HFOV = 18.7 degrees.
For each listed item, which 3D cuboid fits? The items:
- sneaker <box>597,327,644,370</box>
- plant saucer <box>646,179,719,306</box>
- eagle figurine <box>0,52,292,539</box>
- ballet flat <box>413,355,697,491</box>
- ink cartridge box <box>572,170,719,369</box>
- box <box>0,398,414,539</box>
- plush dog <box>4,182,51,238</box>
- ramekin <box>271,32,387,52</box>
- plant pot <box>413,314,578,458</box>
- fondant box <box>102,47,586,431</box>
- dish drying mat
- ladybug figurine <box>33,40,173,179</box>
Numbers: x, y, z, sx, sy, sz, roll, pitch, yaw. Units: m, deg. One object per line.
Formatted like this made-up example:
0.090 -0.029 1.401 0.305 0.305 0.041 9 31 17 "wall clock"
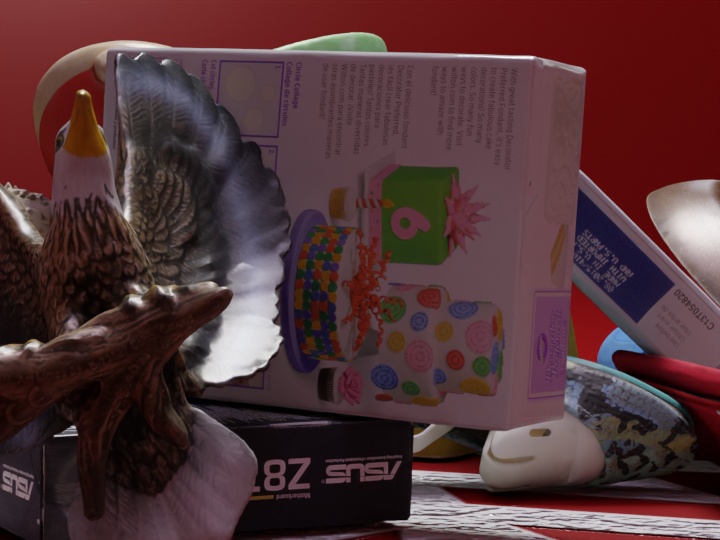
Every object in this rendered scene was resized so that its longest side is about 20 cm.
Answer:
0.192 0.052 1.234 0.078 0.066 0.200 12 -2 -35 "sneaker"
0.236 0.015 1.141 0.200 0.032 0.200 34 18 -13 "plant saucer"
-0.099 0.002 0.797 0.151 0.151 0.200 28 8 -17 "eagle figurine"
0.050 0.065 0.987 0.199 0.075 0.074 19 8 16 "ballet flat"
0.126 -0.006 1.113 0.200 0.041 0.200 42 5 -23 "ink cartridge box"
-0.092 0.076 0.930 0.161 0.049 0.200 2 2 -28 "box"
-0.236 -0.006 1.284 0.171 0.161 0.200 -6 2 30 "plush dog"
-0.059 -0.071 1.446 0.199 0.098 0.200 -21 -8 -3 "ramekin"
0.000 0.000 1.207 0.199 0.177 0.200 1 2 27 "plant pot"
-0.013 -0.016 0.897 0.199 0.145 0.058 4 1 29 "fondant box"
0.167 0.072 0.978 0.077 0.018 0.200 45 -7 -10 "dish drying mat"
-0.120 -0.063 1.263 0.135 0.072 0.200 -6 -27 13 "ladybug figurine"
